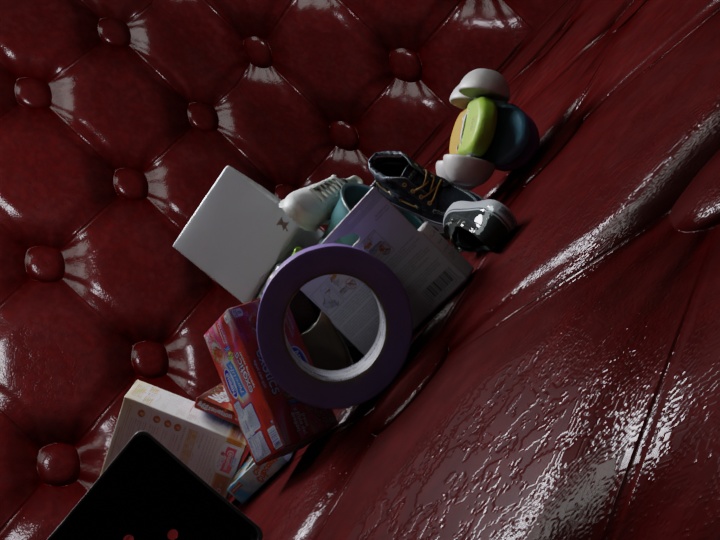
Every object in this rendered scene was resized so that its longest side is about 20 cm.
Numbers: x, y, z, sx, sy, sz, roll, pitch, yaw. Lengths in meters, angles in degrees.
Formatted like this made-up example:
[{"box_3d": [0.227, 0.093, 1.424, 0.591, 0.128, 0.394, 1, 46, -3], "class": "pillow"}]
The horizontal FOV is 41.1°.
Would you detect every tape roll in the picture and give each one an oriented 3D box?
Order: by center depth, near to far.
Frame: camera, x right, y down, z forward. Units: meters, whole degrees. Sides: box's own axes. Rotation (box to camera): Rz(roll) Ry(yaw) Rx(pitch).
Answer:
[{"box_3d": [-0.034, 0.068, 1.229, 0.200, 0.200, 0.085, -48, 6, 0], "class": "tape roll"}]

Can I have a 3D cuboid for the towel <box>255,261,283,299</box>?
[{"box_3d": [-0.130, 0.117, 1.498, 0.202, 0.034, 0.193, -55, 46, 11], "class": "towel"}]

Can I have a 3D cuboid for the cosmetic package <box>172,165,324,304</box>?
[{"box_3d": [-0.182, -0.050, 1.644, 0.169, 0.165, 0.200, -54, -11, 1], "class": "cosmetic package"}]

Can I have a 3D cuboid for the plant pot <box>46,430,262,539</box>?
[{"box_3d": [-0.260, 0.355, 1.191, 0.201, 0.198, 0.178, -50, -5, -24], "class": "plant pot"}]

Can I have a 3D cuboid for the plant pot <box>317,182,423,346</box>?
[{"box_3d": [0.000, 0.000, 1.533, 0.197, 0.199, 0.201, -53, 4, 22], "class": "plant pot"}]

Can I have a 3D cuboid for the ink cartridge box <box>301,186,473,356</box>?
[{"box_3d": [0.025, 0.006, 1.303, 0.200, 0.174, 0.044, -45, 2, 29], "class": "ink cartridge box"}]

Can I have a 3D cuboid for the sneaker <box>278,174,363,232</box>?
[{"box_3d": [-0.062, -0.117, 1.553, 0.081, 0.077, 0.199, -46, -9, 23], "class": "sneaker"}]

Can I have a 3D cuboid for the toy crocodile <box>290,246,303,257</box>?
[{"box_3d": [-0.014, 0.024, 1.399, 0.062, 0.198, 0.068, -59, -2, -29], "class": "toy crocodile"}]

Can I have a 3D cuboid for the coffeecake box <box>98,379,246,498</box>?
[{"box_3d": [-0.285, 0.284, 1.491, 0.073, 0.197, 0.156, -74, 5, -74], "class": "coffeecake box"}]

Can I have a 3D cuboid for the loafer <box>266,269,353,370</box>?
[{"box_3d": [-0.073, 0.090, 1.373, 0.075, 0.202, 0.068, -33, 6, -3], "class": "loafer"}]

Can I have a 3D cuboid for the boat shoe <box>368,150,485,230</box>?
[{"box_3d": [0.100, -0.122, 1.470, 0.072, 0.198, 0.091, -61, -32, -18], "class": "boat shoe"}]

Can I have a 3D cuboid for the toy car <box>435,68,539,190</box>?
[{"box_3d": [0.208, -0.212, 1.527, 0.200, 0.147, 0.179, 165, 118, -86], "class": "toy car"}]

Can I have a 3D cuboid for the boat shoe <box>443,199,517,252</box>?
[{"box_3d": [0.149, -0.055, 1.319, 0.057, 0.069, 0.200, -49, 8, -11], "class": "boat shoe"}]

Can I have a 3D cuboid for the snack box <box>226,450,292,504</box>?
[{"box_3d": [-0.128, 0.260, 1.480, 0.116, 0.037, 0.200, -46, 6, 25], "class": "snack box"}]

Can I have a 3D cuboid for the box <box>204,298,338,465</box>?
[{"box_3d": [-0.125, 0.148, 1.316, 0.094, 0.203, 0.100, -15, -16, -37], "class": "box"}]

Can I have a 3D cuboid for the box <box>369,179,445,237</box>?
[{"box_3d": [0.049, -0.066, 1.677, 0.200, 0.157, 0.050, -47, 5, 2], "class": "box"}]

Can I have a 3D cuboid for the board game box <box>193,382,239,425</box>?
[{"box_3d": [-0.196, 0.216, 1.554, 0.200, 0.101, 0.020, -15, -55, -85], "class": "board game box"}]
